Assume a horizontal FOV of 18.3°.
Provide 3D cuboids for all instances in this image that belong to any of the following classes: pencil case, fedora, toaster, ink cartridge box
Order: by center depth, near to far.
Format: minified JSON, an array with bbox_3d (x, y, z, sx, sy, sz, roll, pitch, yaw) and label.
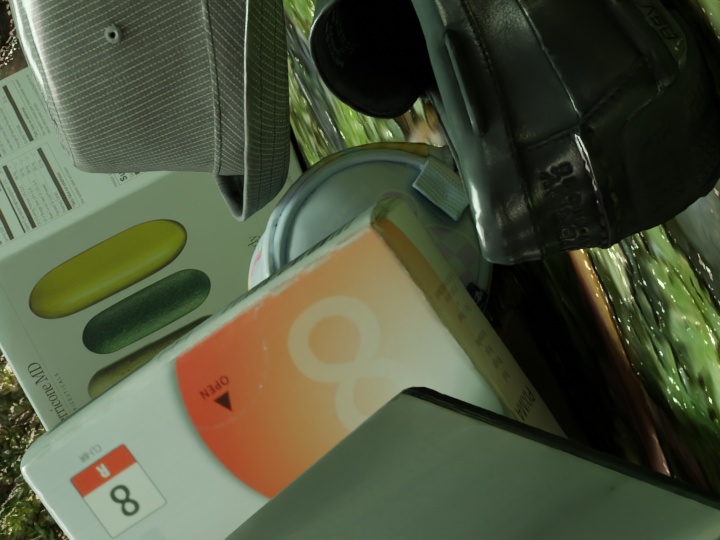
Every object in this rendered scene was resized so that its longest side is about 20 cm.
[{"bbox_3d":[0.064,0.151,0.661,0.200,0.118,0.182,17,134,52],"label":"toaster"},{"bbox_3d":[0.002,0.101,0.768,0.200,0.162,0.050,55,-161,-1],"label":"ink cartridge box"},{"bbox_3d":[-0.081,-0.115,0.784,0.177,0.090,0.201,-127,31,-72],"label":"fedora"},{"bbox_3d":[0.000,0.000,0.874,0.083,0.091,0.200,25,174,-3],"label":"pencil case"}]

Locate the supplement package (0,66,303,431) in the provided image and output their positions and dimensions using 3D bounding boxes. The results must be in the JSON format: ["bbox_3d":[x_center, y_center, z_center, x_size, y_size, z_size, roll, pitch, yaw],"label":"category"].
[{"bbox_3d":[-0.140,-0.034,1.329,0.151,0.199,0.152,56,171,45],"label":"supplement package"}]

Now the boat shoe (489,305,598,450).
[{"bbox_3d":[0.044,0.070,0.869,0.076,0.074,0.200,62,173,11],"label":"boat shoe"}]

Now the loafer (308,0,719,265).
[{"bbox_3d":[0.016,-0.073,0.556,0.201,0.070,0.068,56,170,46],"label":"loafer"}]
